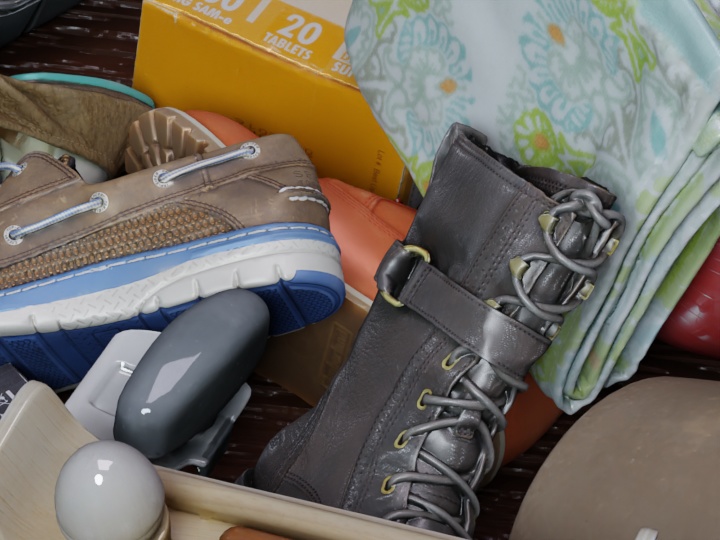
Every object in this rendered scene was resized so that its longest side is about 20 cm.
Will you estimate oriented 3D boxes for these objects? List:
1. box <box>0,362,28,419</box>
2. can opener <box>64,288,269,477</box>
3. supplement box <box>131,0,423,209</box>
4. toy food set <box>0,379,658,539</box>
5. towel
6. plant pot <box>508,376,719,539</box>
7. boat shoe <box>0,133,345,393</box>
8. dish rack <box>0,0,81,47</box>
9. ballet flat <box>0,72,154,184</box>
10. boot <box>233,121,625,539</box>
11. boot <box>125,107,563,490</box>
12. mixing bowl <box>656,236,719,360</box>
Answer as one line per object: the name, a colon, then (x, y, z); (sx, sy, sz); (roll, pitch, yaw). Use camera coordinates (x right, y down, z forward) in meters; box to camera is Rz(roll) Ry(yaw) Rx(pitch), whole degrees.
box: (-0.120, 0.133, 0.846); (0.158, 0.048, 0.200); (-26, 54, -34)
can opener: (-0.092, 0.078, 0.832); (0.053, 0.066, 0.200); (23, 48, 11)
supplement box: (0.005, -0.115, 1.121); (0.126, 0.074, 0.200); (23, 44, 12)
toy food set: (-0.034, 0.108, 0.728); (0.200, 0.060, 0.144); (11, 53, 23)
towel: (0.064, -0.073, 0.926); (0.048, 0.171, 0.200); (-10, 56, -31)
plant pot: (0.144, 0.112, 0.838); (0.200, 0.200, 0.175); (-28, 38, -34)
boat shoe: (-0.106, -0.001, 0.944); (0.200, 0.072, 0.072); (-10, 66, 3)
dish rack: (-0.179, -0.187, 1.152); (0.200, 0.055, 0.153); (44, 49, 13)
ballet flat: (-0.143, -0.046, 0.992); (0.068, 0.200, 0.072); (-15, 73, 28)
boot: (0.029, 0.046, 0.845); (0.069, 0.174, 0.200); (27, 11, -30)
boot: (0.000, 0.000, 1.004); (0.200, 0.075, 0.107); (42, 46, 20)
mixing bowl: (0.135, -0.046, 0.973); (0.108, 0.200, 0.200); (-13, 47, -28)
